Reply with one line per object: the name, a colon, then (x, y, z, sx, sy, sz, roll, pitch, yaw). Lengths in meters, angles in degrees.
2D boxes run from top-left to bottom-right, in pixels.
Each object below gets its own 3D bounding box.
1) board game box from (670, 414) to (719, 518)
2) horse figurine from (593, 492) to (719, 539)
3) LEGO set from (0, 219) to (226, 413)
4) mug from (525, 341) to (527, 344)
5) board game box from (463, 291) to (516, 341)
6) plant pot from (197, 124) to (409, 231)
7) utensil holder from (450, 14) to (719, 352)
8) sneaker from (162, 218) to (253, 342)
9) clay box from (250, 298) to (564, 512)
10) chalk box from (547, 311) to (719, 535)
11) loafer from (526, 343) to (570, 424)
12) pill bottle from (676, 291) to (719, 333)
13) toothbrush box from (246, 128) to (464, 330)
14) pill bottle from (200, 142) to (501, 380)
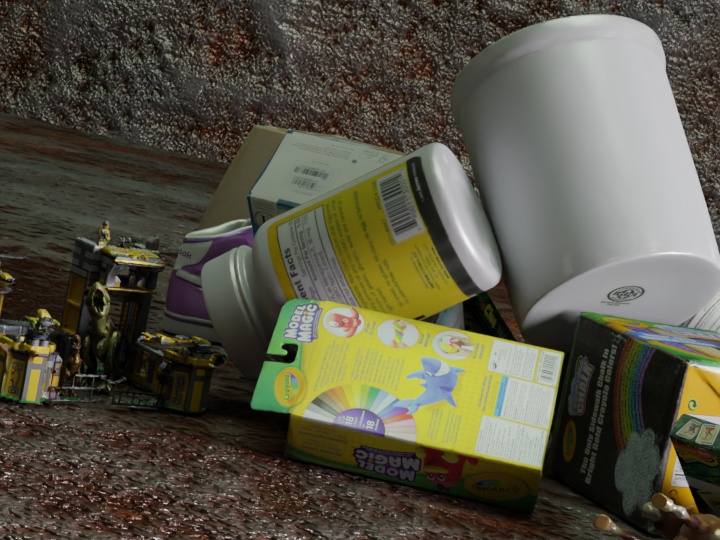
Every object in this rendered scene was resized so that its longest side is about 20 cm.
board game box: (0.289, 0.155, 1.280, 0.199, 0.105, 0.023, 16, 50, 43)
horse figurine: (0.237, 0.169, 1.246, 0.199, 0.050, 0.132, 6, -15, 38)
LEGO set: (-0.194, 0.025, 1.464, 0.199, 0.117, 0.154, 8, 8, -29)
mug: (0.204, 0.051, 1.795, 0.184, 0.115, 0.152, 15, -35, -13)
board game box: (0.081, 0.043, 1.795, 0.104, 0.024, 0.200, 14, -24, 30)
plant pot: (-0.036, -0.043, 2.060, 0.199, 0.179, 0.199, 17, 9, 39)
utensil holder: (0.171, -0.063, 1.546, 0.168, 0.201, 0.170, -11, -26, -6)
sneaker: (-0.067, 0.013, 1.813, 0.199, 0.115, 0.073, 10, 5, -21)
clay box: (0.032, 0.088, 1.403, 0.198, 0.048, 0.115, 12, 43, 6)
chalk box: (0.221, 0.106, 1.477, 0.123, 0.126, 0.200, 8, 8, -23)
loafer: (0.224, 0.108, 1.709, 0.199, 0.076, 0.068, 21, 6, 11)
pill bottle: (0.272, 0.059, 1.616, 0.199, 0.111, 0.110, 35, 18, 28)
toothbrush box: (0.000, 0.000, 1.662, 0.145, 0.201, 0.086, 15, 50, 19)
pill bottle: (-0.008, -0.002, 1.497, 0.199, 0.115, 0.114, -24, -2, 14)
